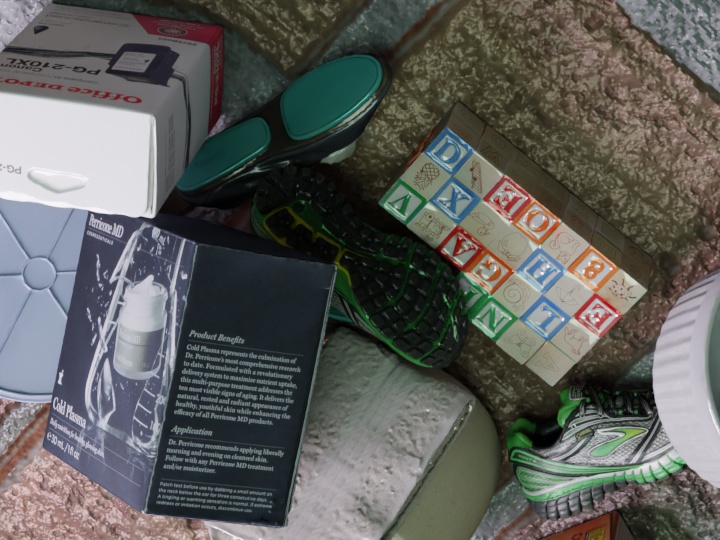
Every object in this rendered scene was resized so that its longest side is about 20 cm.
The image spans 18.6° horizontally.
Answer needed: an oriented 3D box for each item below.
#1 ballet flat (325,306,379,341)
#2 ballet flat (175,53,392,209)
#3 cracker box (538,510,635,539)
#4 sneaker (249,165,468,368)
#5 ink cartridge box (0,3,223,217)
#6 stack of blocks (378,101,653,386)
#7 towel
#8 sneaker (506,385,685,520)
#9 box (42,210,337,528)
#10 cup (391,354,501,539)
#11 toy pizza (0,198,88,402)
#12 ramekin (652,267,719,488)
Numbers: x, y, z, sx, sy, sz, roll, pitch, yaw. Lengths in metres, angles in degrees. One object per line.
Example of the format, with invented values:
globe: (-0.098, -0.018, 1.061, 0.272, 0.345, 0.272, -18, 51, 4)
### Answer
ballet flat: (-0.044, 0.033, 1.755, 0.199, 0.068, 0.072, 7, 136, 7)
ballet flat: (-0.051, -0.102, 1.692, 0.200, 0.073, 0.073, -28, 106, 18)
cracker box: (0.199, 0.313, 1.832, 0.134, 0.058, 0.200, -24, 108, 22)
sneaker: (0.000, 0.000, 1.682, 0.200, 0.078, 0.085, 42, 161, 0)
ink cartridge box: (-0.195, -0.122, 1.632, 0.144, 0.200, 0.085, 8, 116, 8)
stack of blocks: (0.112, -0.020, 1.694, 0.200, 0.059, 0.115, 39, 117, -7)
towel: (-0.018, 0.148, 1.662, 0.132, 0.034, 0.200, 28, 77, 23)
sneaker: (0.203, 0.124, 1.724, 0.200, 0.078, 0.085, -27, 106, 22)
box: (-0.129, 0.066, 1.617, 0.124, 0.200, 0.197, 10, 94, -31)
cup: (0.005, 0.187, 1.749, 0.200, 0.143, 0.201, 6, 126, 8)
toy pizza: (-0.250, 0.003, 1.715, 0.200, 0.032, 0.201, 0, 91, -7)
ramekin: (0.312, 0.079, 1.628, 0.200, 0.200, 0.105, 45, 158, -10)
